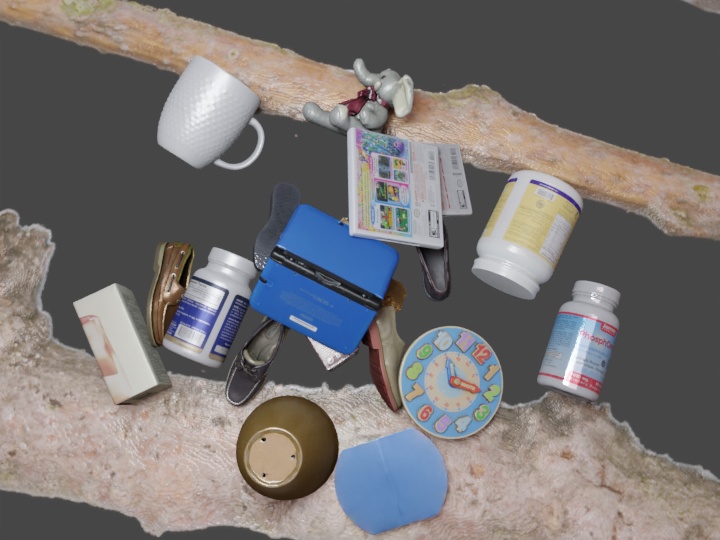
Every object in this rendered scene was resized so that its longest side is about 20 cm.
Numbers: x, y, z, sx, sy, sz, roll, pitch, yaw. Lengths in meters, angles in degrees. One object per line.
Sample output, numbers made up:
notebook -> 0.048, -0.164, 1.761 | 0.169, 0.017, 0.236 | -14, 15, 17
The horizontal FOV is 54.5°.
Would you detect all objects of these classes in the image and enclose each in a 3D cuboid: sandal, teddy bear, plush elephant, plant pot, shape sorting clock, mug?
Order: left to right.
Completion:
mug -> -0.275, -0.274, 1.324 | 0.200, 0.148, 0.175 | 33, 90, -24
sandal -> -0.150, -0.074, 1.308 | 0.076, 0.043, 0.200 | 20, 55, -11
plant pot -> -0.134, 0.305, 1.185 | 0.186, 0.200, 0.187 | 0, 79, 1
teddy bear -> 0.000, 0.000, 1.275 | 0.067, 0.200, 0.145 | -25, 40, 34
plush elephant -> 0.020, -0.318, 1.311 | 0.200, 0.165, 0.155 | 20, 95, -24
shape sorting clock -> 0.164, 0.199, 1.251 | 0.200, 0.039, 0.200 | 4, 78, -18

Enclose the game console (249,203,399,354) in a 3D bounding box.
game console -> -0.060, 0.015, 1.190 | 0.200, 0.118, 0.171 | 27, 116, -4

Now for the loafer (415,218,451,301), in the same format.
loafer -> 0.136, -0.044, 1.307 | 0.072, 0.063, 0.200 | -10, 81, -2

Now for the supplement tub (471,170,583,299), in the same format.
supplement tub -> 0.299, -0.064, 1.266 | 0.145, 0.145, 0.200 | 26, 82, 5

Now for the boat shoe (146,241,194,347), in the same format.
boat shoe -> -0.349, 0.042, 1.296 | 0.068, 0.072, 0.200 | 2, 81, 2

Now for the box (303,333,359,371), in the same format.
box -> -0.083, 0.082, 1.272 | 0.075, 0.100, 0.200 | -34, 82, -6

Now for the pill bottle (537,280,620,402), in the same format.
pill bottle -> 0.396, 0.125, 1.251 | 0.109, 0.109, 0.200 | 19, 82, 4

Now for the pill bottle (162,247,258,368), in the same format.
pill bottle -> -0.265, 0.066, 1.269 | 0.116, 0.116, 0.200 | 23, 81, 5

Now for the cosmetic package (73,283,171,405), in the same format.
cosmetic package -> -0.429, 0.136, 1.268 | 0.087, 0.103, 0.200 | -25, 80, -4

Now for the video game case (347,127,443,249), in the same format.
video game case -> 0.062, -0.145, 1.242 | 0.182, 0.024, 0.200 | 7, 71, -26

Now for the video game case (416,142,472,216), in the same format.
video game case -> 0.112, -0.169, 1.304 | 0.200, 0.018, 0.143 | -4, 79, -29

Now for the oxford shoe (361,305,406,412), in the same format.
oxford shoe -> 0.055, 0.159, 1.250 | 0.075, 0.070, 0.200 | -20, 111, -19

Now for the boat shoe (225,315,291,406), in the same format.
boat shoe -> -0.191, 0.158, 1.266 | 0.072, 0.065, 0.200 | 34, 95, 6

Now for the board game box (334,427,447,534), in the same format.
board game box -> 0.055, 0.374, 1.254 | 0.200, 0.039, 0.158 | -19, 86, 3
